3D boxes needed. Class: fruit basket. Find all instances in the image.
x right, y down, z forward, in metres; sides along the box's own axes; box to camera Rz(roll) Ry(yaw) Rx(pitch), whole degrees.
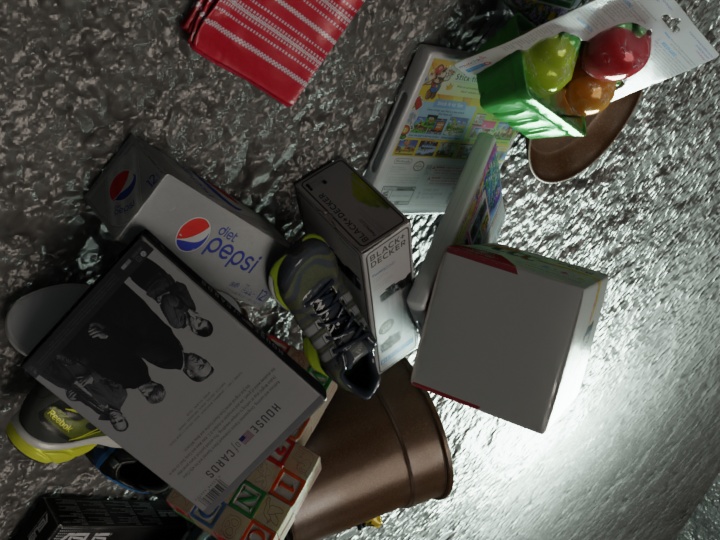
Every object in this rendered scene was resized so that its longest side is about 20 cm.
[{"bbox_3d":[0.216,-0.206,0.878,0.198,0.096,0.184,-25,154,33],"label":"fruit basket"}]

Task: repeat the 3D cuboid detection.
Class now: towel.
[{"bbox_3d":[-0.041,-0.235,0.728,0.201,0.022,0.144,-53,147,9],"label":"towel"}]

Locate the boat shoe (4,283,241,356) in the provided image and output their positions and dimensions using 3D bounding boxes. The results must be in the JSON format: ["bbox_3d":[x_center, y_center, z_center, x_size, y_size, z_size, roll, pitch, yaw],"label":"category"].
[{"bbox_3d":[-0.205,0.048,0.797,0.196,0.073,0.070,-3,173,-25],"label":"boat shoe"}]

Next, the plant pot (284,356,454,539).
[{"bbox_3d":[-0.024,0.213,1.073,0.195,0.201,0.203,-21,140,-20],"label":"plant pot"}]

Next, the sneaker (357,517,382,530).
[{"bbox_3d":[-0.015,0.332,1.280,0.199,0.090,0.071,-35,145,-17],"label":"sneaker"}]

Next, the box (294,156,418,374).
[{"bbox_3d":[0.000,0.000,0.931,0.060,0.117,0.202,-32,143,-19],"label":"box"}]

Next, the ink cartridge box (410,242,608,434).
[{"bbox_3d":[0.162,0.059,0.954,0.199,0.143,0.148,-7,112,-69],"label":"ink cartridge box"}]

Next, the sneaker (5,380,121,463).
[{"bbox_3d":[-0.215,0.113,0.827,0.199,0.074,0.085,-14,143,-54],"label":"sneaker"}]

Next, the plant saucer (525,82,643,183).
[{"bbox_3d":[0.259,-0.198,1.081,0.198,0.037,0.203,-28,142,-24],"label":"plant saucer"}]

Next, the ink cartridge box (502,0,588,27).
[{"bbox_3d":[0.162,-0.304,0.852,0.110,0.050,0.199,-53,146,11],"label":"ink cartridge box"}]

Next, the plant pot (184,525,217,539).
[{"bbox_3d":[-0.150,0.384,1.076,0.197,0.195,0.200,-50,-171,2],"label":"plant pot"}]

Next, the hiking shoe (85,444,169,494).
[{"bbox_3d":[-0.212,0.197,0.929,0.075,0.087,0.200,-46,146,3],"label":"hiking shoe"}]

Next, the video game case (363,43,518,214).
[{"bbox_3d":[0.097,-0.142,0.975,0.198,0.023,0.184,-4,128,-44],"label":"video game case"}]

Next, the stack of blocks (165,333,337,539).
[{"bbox_3d":[-0.096,0.183,0.948,0.202,0.114,0.059,-59,169,-23],"label":"stack of blocks"}]

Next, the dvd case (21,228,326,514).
[{"bbox_3d":[-0.147,0.087,0.738,0.150,0.025,0.200,-43,108,11],"label":"dvd case"}]

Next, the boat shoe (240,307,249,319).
[{"bbox_3d":[-0.135,0.110,0.866,0.070,0.202,0.073,-8,129,3],"label":"boat shoe"}]

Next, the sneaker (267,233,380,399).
[{"bbox_3d":[-0.023,0.045,0.865,0.074,0.081,0.201,-41,139,-14],"label":"sneaker"}]

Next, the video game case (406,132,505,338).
[{"bbox_3d":[0.109,-0.017,0.996,0.203,0.023,0.183,-65,159,-18],"label":"video game case"}]

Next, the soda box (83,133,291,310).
[{"bbox_3d":[-0.137,-0.036,0.791,0.069,0.063,0.199,-50,146,6],"label":"soda box"}]

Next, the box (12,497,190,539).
[{"bbox_3d":[-0.311,0.334,0.999,0.194,0.048,0.199,-50,147,10],"label":"box"}]
